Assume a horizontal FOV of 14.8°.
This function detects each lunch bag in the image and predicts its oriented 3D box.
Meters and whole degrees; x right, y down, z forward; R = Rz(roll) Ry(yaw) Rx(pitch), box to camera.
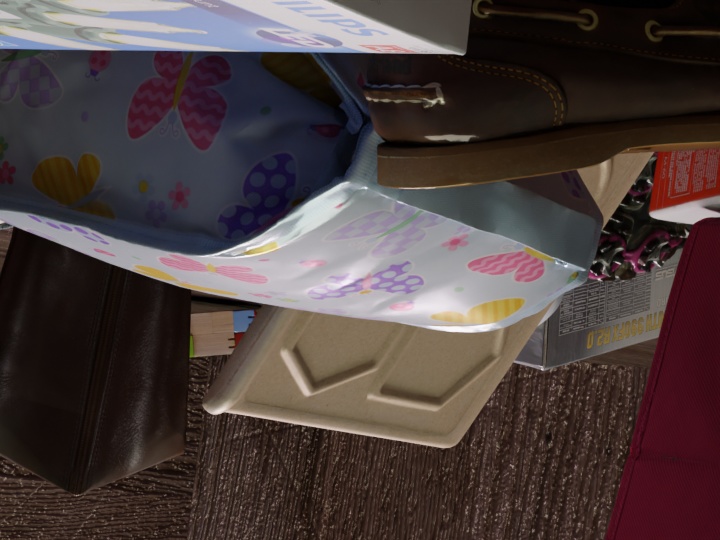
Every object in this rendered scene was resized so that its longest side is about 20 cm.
[{"bbox_3d":[-0.027,-0.049,0.995,0.200,0.128,0.169,16,180,37],"label":"lunch bag"}]

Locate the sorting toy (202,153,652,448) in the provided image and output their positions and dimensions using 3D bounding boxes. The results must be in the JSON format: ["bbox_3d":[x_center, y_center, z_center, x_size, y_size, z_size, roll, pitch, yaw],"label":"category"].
[{"bbox_3d":[0.033,-0.011,1.178,0.036,0.185,0.200,42,-162,30],"label":"sorting toy"}]

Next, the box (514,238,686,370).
[{"bbox_3d":[0.095,0.000,1.497,0.158,0.049,0.200,13,-163,37],"label":"box"}]

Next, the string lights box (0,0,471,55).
[{"bbox_3d":[-0.076,-0.101,0.789,0.199,0.059,0.103,4,174,35],"label":"string lights box"}]

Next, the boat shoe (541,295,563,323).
[{"bbox_3d":[0.000,0.000,1.370,0.199,0.072,0.062,8,-161,18],"label":"boat shoe"}]

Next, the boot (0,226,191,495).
[{"bbox_3d":[-0.066,-0.001,1.165,0.186,0.201,0.064,8,176,-7],"label":"boot"}]

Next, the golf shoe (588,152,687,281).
[{"bbox_3d":[0.069,-0.050,1.281,0.200,0.073,0.092,11,-161,-36],"label":"golf shoe"}]

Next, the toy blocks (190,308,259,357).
[{"bbox_3d":[-0.168,0.074,3.305,0.136,0.100,0.200,-4,179,-11],"label":"toy blocks"}]

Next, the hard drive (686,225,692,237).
[{"bbox_3d":[0.069,-0.048,1.431,0.199,0.038,0.140,5,176,15],"label":"hard drive"}]

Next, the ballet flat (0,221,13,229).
[{"bbox_3d":[-0.173,-0.055,1.424,0.074,0.075,0.200,5,-166,26],"label":"ballet flat"}]

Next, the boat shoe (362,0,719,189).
[{"bbox_3d":[0.093,-0.069,0.856,0.199,0.071,0.070,-7,-175,-31],"label":"boat shoe"}]

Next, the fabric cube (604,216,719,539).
[{"bbox_3d":[0.228,0.096,1.012,0.196,0.201,0.199,20,170,-27],"label":"fabric cube"}]

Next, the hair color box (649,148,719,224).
[{"bbox_3d":[0.190,-0.047,1.045,0.111,0.064,0.200,9,177,-10],"label":"hair color box"}]
